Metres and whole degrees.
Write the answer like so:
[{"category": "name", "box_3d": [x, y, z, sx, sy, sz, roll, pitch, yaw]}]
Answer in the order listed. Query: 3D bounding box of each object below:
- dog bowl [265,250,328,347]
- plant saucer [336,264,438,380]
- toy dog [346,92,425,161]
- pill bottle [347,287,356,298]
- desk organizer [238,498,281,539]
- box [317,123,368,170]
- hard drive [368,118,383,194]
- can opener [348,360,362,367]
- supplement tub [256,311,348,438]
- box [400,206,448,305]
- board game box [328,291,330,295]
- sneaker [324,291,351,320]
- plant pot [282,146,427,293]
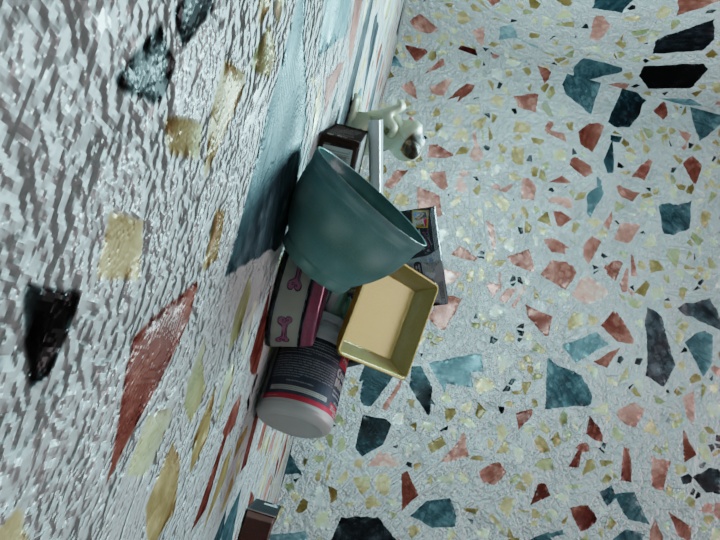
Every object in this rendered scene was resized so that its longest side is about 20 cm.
[{"category": "dog bowl", "box_3d": [-0.093, 0.036, 0.865, 0.200, 0.073, 0.202, 15, 90, -90]}, {"category": "plant saucer", "box_3d": [0.045, 0.082, 0.977, 0.048, 0.199, 0.202, 12, -103, 48]}, {"category": "toy dog", "box_3d": [0.064, -0.337, 1.298, 0.140, 0.198, 0.196, -73, 178, -82]}, {"category": "pill bottle", "box_3d": [0.000, 0.000, 1.091, 0.201, 0.118, 0.121, 71, 28, -54]}, {"category": "desk organizer", "box_3d": [-0.243, 0.614, 1.268, 0.200, 0.071, 0.078, 105, 2, -72]}, {"category": "box", "box_3d": [-0.034, -0.202, 0.947, 0.200, 0.074, 0.101, -81, -176, -69]}, {"category": "hard drive", "box_3d": [0.033, -0.207, 1.076, 0.132, 0.026, 0.202, -76, 166, -73]}, {"category": "can opener", "box_3d": [-0.049, 0.192, 1.063, 0.199, 0.052, 0.067, -25, -130, 35]}, {"category": "supplement tub", "box_3d": [-0.097, 0.187, 0.952, 0.141, 0.139, 0.202, 105, 0, -57]}, {"category": "box", "box_3d": [0.116, -0.018, 1.095, 0.200, 0.113, 0.133, 65, 20, -59]}, {"category": "board game box", "box_3d": [-0.079, -0.014, 1.100, 0.126, 0.034, 0.202, -7, 113, -66]}, {"category": "sneaker", "box_3d": [-0.010, 0.092, 1.031, 0.201, 0.117, 0.074, 94, 14, -54]}, {"category": "plant pot", "box_3d": [-0.025, -0.055, 0.732, 0.134, 0.200, 0.200, -47, -173, 13]}]
